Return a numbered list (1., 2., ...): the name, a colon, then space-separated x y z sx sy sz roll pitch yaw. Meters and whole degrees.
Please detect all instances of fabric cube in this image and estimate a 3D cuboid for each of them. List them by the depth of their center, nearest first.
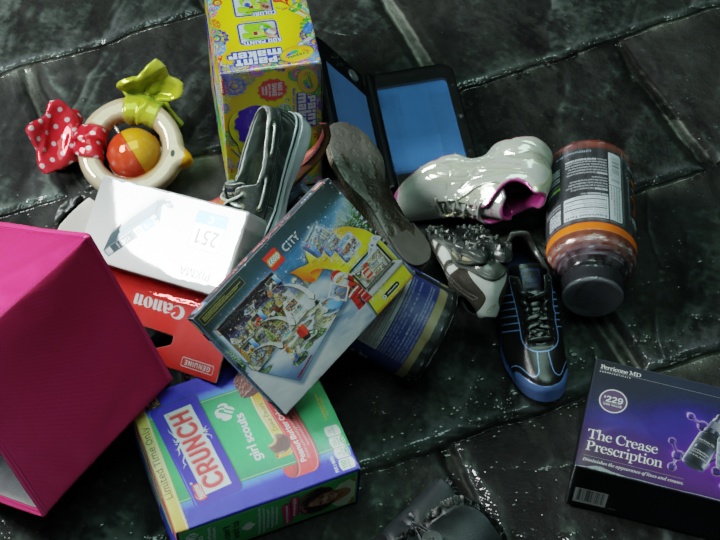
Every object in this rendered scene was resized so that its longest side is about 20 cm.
1. fabric cube: -0.350 0.091 1.436 0.199 0.197 0.200 6 44 42

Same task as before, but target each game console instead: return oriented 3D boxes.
1. game console: 0.038 -0.202 1.773 0.116 0.176 0.201 -31 47 23

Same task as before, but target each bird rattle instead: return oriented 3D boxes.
1. bird rattle: -0.293 -0.160 1.745 0.199 0.113 0.164 -30 74 -20

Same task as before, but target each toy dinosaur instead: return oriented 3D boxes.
1. toy dinosaur: -0.124 -0.077 1.654 0.179 0.105 0.202 10 90 18

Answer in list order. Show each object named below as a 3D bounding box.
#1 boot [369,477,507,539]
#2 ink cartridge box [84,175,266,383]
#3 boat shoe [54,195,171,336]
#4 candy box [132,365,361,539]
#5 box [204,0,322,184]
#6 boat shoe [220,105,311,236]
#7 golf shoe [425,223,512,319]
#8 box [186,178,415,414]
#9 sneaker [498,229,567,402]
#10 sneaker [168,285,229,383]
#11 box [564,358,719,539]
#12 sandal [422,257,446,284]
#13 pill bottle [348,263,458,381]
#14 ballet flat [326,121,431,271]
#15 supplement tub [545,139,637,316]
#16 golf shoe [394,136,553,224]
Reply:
1. boot: 0.081 0.307 1.392 0.167 0.077 0.200 -31 52 -19
2. ink cartridge box: -0.213 0.006 1.521 0.198 0.045 0.178 14 84 29
3. boat shoe: -0.262 -0.004 1.637 0.075 0.093 0.200 -44 94 -10
4. candy box: -0.121 0.185 1.484 0.198 0.077 0.170 -18 54 -14
5. box: -0.117 -0.237 1.742 0.120 0.201 0.194 -7 51 -8
6. boat shoe: -0.118 -0.082 1.551 0.072 0.070 0.202 9 81 53
7. golf shoe: 0.117 -0.001 1.621 0.077 0.096 0.200 -3 11 -7
8. box: -0.058 0.025 1.460 0.137 0.038 0.200 46 77 -11
9. sneaker: 0.187 0.047 1.603 0.069 0.078 0.201 -7 52 -8
10. sneaker: -0.181 0.043 1.570 0.074 0.081 0.203 -4 80 16
11. box: 0.325 0.189 1.498 0.198 0.079 0.142 13 49 8
12. sandal: 0.001 -0.001 1.654 0.198 0.048 0.076 -2 52 -5
13. pill bottle: -0.003 0.027 1.557 0.199 0.112 0.112 28 53 -4
14. ballet flat: 0.015 -0.080 1.649 0.067 0.046 0.201 -25 76 -30
15. supplement tub: 0.266 -0.046 1.664 0.106 0.107 0.202 5 52 2
16. golf shoe: 0.131 -0.091 1.685 0.198 0.076 0.092 -18 45 17
